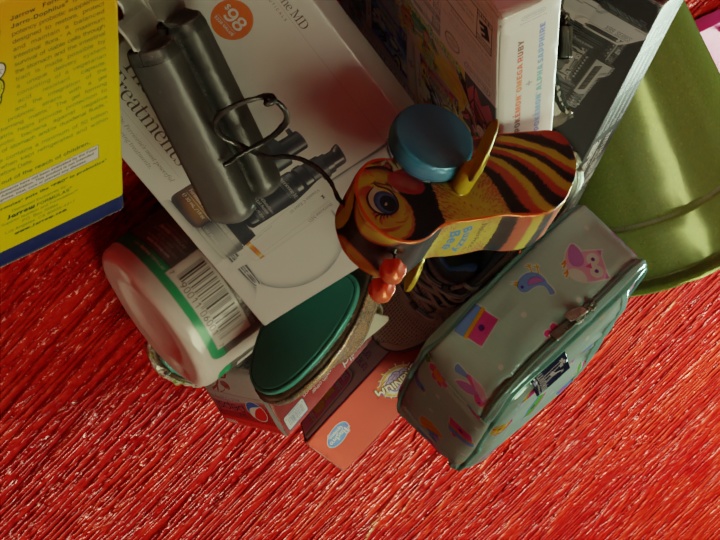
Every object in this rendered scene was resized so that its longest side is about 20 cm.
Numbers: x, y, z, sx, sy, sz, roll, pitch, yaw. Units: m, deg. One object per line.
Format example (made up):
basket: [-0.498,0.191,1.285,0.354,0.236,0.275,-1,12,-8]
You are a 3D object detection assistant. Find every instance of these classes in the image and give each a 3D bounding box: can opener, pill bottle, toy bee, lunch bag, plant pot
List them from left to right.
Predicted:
can opener: [-0.115,-0.118,1.155,0.053,0.067,0.200,-48,123,-40]
pill bottle: [-0.060,-0.024,1.376,0.200,0.113,0.113,-37,152,-16]
toy bee: [0.028,-0.028,1.145,0.199,0.109,0.131,-9,148,-3]
lunch bag: [0.110,0.046,1.384,0.160,0.077,0.200,-39,170,-20]
plant pot: [0.180,-0.114,1.466,0.200,0.200,0.190,-32,121,-16]

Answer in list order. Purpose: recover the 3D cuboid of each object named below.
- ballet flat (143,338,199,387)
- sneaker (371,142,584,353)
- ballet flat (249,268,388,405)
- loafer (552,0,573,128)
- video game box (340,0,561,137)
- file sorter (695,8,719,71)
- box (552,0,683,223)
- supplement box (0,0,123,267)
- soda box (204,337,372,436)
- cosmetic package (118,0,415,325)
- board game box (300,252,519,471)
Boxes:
ballet flat: [-0.085,0.039,1.492,0.200,0.064,0.076,-12,103,-42]
sneaker: [0.058,-0.013,1.365,0.200,0.077,0.085,-51,174,33]
ballet flat: [0.000,0.000,1.315,0.067,0.068,0.200,24,95,-51]
loafer: [0.098,-0.184,1.268,0.063,0.200,0.072,-21,180,3]
video game box: [0.048,-0.160,1.232,0.047,0.200,0.182,-24,148,-16]
file sorter: [0.308,-0.121,1.684,0.200,0.125,0.139,-26,148,-26]
box: [0.103,-0.142,1.367,0.050,0.158,0.200,-38,159,-49]
supplement box: [-0.200,-0.108,1.100,0.109,0.109,0.200,-27,148,-24]
soda box: [-0.026,0.021,1.452,0.200,0.070,0.063,-48,126,-29]
cosmetic package: [-0.054,-0.084,1.221,0.151,0.052,0.200,-33,115,15]
board game box: [0.029,0.034,1.542,0.040,0.153,0.200,38,103,-21]
